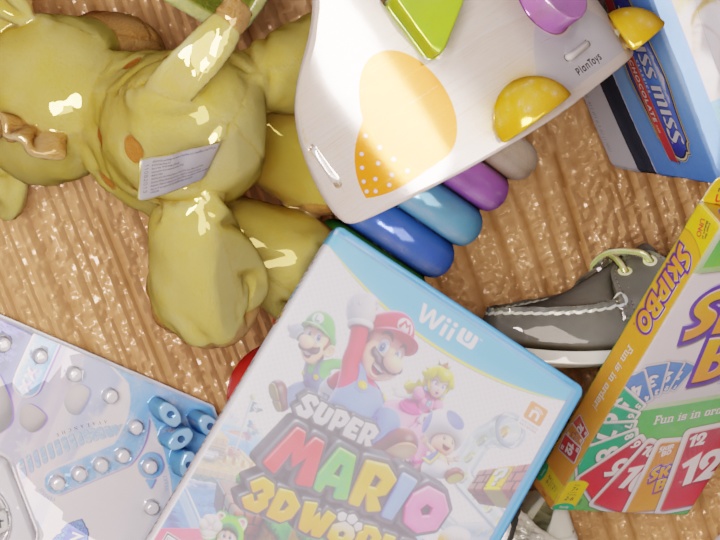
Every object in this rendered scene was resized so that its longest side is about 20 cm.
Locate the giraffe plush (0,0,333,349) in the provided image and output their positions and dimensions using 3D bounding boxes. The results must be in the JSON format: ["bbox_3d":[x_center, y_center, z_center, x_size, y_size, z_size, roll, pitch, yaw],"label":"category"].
[{"bbox_3d":[-0.107,-0.066,1.315,0.200,0.162,0.173,11,97,-60],"label":"giraffe plush"}]

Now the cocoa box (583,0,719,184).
[{"bbox_3d":[0.212,-0.146,1.423,0.200,0.131,0.133,-27,105,-15],"label":"cocoa box"}]

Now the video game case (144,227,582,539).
[{"bbox_3d":[-0.002,0.100,1.303,0.143,0.018,0.200,33,71,-8],"label":"video game case"}]

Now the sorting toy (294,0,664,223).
[{"bbox_3d":[0.035,-0.149,1.287,0.200,0.107,0.180,-39,103,-50],"label":"sorting toy"}]

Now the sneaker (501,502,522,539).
[{"bbox_3d":[-0.005,0.132,1.347,0.121,0.084,0.200,24,85,-22],"label":"sneaker"}]

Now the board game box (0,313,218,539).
[{"bbox_3d":[-0.190,0.124,1.369,0.200,0.026,0.200,25,89,-21],"label":"board game box"}]

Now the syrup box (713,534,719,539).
[{"bbox_3d":[0.171,0.223,1.485,0.200,0.079,0.081,-41,108,-10],"label":"syrup box"}]

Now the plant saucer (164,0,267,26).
[{"bbox_3d":[-0.092,-0.243,1.327,0.200,0.048,0.200,29,102,-21],"label":"plant saucer"}]

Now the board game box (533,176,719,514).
[{"bbox_3d":[0.171,0.040,1.412,0.096,0.030,0.200,6,122,-36],"label":"board game box"}]

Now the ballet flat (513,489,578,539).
[{"bbox_3d":[0.069,0.124,1.442,0.200,0.072,0.072,42,82,-20],"label":"ballet flat"}]

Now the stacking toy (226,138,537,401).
[{"bbox_3d":[0.000,0.000,1.402,0.085,0.085,0.200,34,92,-21],"label":"stacking toy"}]

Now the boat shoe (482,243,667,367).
[{"bbox_3d":[0.149,0.015,1.455,0.202,0.072,0.060,-5,99,-26],"label":"boat shoe"}]
